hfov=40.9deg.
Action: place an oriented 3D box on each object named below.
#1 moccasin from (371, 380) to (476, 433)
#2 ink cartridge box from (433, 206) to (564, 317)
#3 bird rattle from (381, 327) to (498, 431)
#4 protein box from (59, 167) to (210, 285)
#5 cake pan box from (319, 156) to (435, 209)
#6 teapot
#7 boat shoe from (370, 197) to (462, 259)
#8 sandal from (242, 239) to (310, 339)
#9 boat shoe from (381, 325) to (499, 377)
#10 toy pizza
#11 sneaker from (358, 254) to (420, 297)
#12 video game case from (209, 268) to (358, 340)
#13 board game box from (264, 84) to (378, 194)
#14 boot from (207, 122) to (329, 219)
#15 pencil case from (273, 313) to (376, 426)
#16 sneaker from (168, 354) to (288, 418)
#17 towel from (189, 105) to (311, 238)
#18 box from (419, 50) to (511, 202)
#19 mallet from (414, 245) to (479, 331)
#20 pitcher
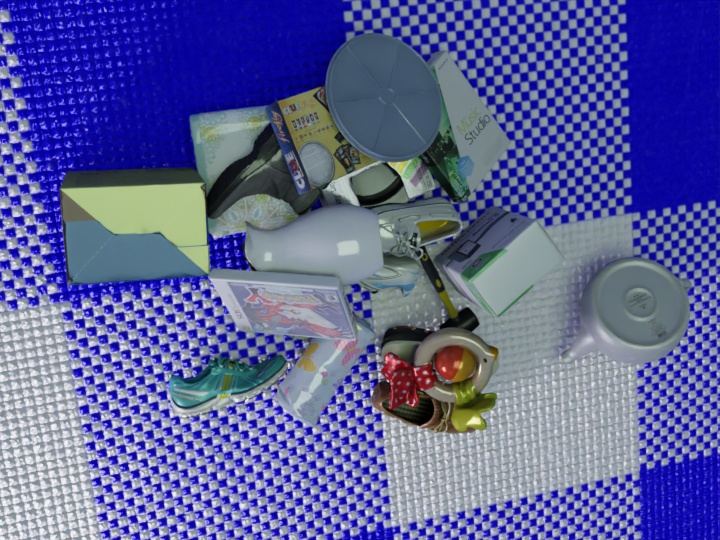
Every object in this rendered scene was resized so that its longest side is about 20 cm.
[{"bbox_3d":[0.118,0.240,1.658,0.200,0.078,0.074,23,98,-19],"label":"moccasin"},{"bbox_3d":[0.218,-0.019,1.568,0.146,0.200,0.084,-42,106,-3],"label":"ink cartridge box"},{"bbox_3d":[0.138,0.164,1.574,0.199,0.113,0.164,26,110,3],"label":"bird rattle"},{"bbox_3d":[-0.328,-0.070,1.406,0.197,0.200,0.136,-4,103,-14],"label":"protein box"},{"bbox_3d":[0.007,-0.182,1.553,0.183,0.052,0.201,-23,106,-7],"label":"cake pan box"},{"bbox_3d":[0.473,0.080,1.691,0.198,0.146,0.199,14,68,6],"label":"teapot"},{"bbox_3d":[0.074,-0.055,1.541,0.201,0.086,0.075,-12,131,-22],"label":"boat shoe"},{"bbox_3d":[-0.131,0.032,1.562,0.075,0.048,0.201,-31,108,-7],"label":"sandal"},{"bbox_3d":[0.135,0.134,1.624,0.200,0.063,0.074,8,124,0],"label":"boat shoe"},{"bbox_3d":[0.034,-0.258,1.451,0.199,0.032,0.202,6,78,-26],"label":"toy pizza"},{"bbox_3d":[0.000,0.000,1.582,0.198,0.072,0.073,12,107,-14],"label":"sneaker"},{"bbox_3d":[-0.113,0.055,1.481,0.198,0.183,0.023,3,62,12],"label":"video game case"},{"bbox_3d":[-0.036,-0.209,1.437,0.199,0.034,0.136,-27,99,-41],"label":"board game box"},{"bbox_3d":[-0.134,-0.121,1.454,0.200,0.070,0.131,-42,119,15],"label":"boot"},{"bbox_3d":[-0.057,0.159,1.592,0.090,0.083,0.201,31,93,-37],"label":"pencil case"},{"bbox_3d":[-0.213,0.175,1.560,0.199,0.077,0.080,-18,97,-11],"label":"sneaker"},{"bbox_3d":[-0.168,-0.153,1.494,0.170,0.048,0.201,-8,115,-6],"label":"towel"},{"bbox_3d":[0.144,-0.231,1.557,0.200,0.036,0.145,49,67,-22],"label":"box"},{"bbox_3d":[0.147,0.033,1.621,0.066,0.041,0.201,-27,122,-9],"label":"mallet"},{"bbox_3d":[-0.065,-0.019,1.473,0.198,0.122,0.172,-8,144,1],"label":"pitcher"}]
